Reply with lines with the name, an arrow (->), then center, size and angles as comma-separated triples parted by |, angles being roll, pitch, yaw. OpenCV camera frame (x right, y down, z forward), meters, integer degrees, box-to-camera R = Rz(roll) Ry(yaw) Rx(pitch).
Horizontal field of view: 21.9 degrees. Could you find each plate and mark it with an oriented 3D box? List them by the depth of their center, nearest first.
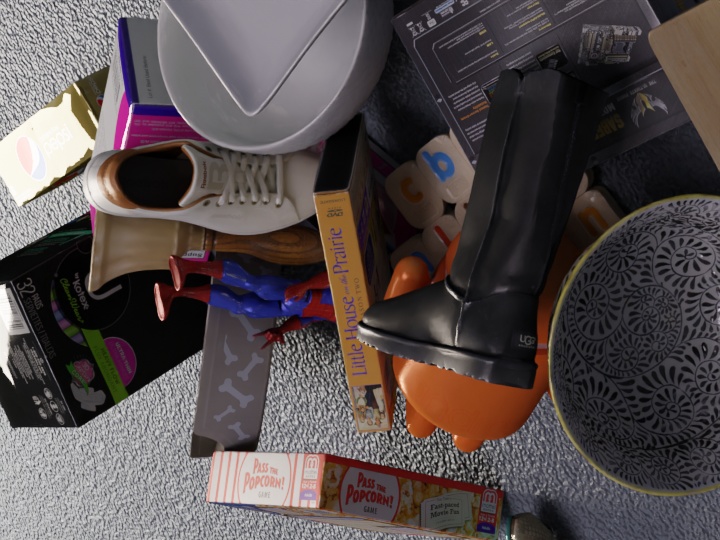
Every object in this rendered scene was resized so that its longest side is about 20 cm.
plate -> -0.063, -0.246, 1.341 | 0.200, 0.032, 0.200 | -49, 61, 23

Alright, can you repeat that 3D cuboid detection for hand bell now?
hand bell -> -0.115, -0.026, 1.497 | 0.104, 0.199, 0.105 | -175, 90, -81

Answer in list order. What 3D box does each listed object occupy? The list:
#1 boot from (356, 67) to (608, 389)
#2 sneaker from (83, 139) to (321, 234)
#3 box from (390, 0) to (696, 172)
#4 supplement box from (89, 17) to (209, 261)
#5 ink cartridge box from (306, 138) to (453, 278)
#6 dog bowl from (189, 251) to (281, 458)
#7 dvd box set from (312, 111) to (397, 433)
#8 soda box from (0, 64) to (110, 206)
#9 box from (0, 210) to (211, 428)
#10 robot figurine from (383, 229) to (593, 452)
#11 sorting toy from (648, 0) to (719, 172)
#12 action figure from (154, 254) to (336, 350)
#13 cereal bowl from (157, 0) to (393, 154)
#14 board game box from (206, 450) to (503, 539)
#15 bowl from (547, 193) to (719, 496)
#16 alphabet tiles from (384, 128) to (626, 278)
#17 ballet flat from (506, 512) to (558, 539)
boot -> 0.077, -0.035, 1.230 | 0.164, 0.065, 0.201 | 13, 92, 50
sneaker -> -0.106, -0.063, 1.422 | 0.085, 0.199, 0.073 | 178, 89, -69
box -> 0.134, -0.147, 1.253 | 0.200, 0.048, 0.159 | -26, 96, 46
supplement box -> -0.166, -0.104, 1.567 | 0.200, 0.103, 0.102 | 113, 152, -47
ink cartridge box -> 0.019, -0.040, 1.491 | 0.200, 0.037, 0.095 | 40, 139, 19
dog bowl -> -0.107, 0.066, 1.596 | 0.058, 0.201, 0.201 | 6, 133, -5
dvd box set -> 0.000, 0.000, 1.406 | 0.029, 0.147, 0.201 | -6, 117, 8
soda box -> -0.266, -0.126, 1.719 | 0.200, 0.068, 0.064 | -26, 95, 53
box -> -0.240, 0.034, 1.694 | 0.124, 0.200, 0.149 | -6, 111, 50
robot figurine -> 0.097, 0.042, 1.344 | 0.144, 0.116, 0.200 | 41, 130, 18
sorting toy -> 0.301, -0.099, 1.101 | 0.198, 0.069, 0.201 | -25, 97, 53
action figure -> -0.061, 0.024, 1.490 | 0.066, 0.199, 0.052 | -62, 36, 42
cereal bowl -> -0.054, -0.183, 1.399 | 0.199, 0.083, 0.201 | -2, 86, 35
board game box -> -0.004, 0.189, 1.555 | 0.151, 0.199, 0.047 | -5, 74, 49
bowl -> 0.200, 0.041, 1.250 | 0.202, 0.200, 0.094 | 70, 167, -17
alphabet tiles -> 0.110, -0.017, 1.388 | 0.196, 0.015, 0.200 | 53, 132, 0
ballet flat -> 0.168, 0.280, 1.543 | 0.062, 0.068, 0.201 | -4, 120, 19
